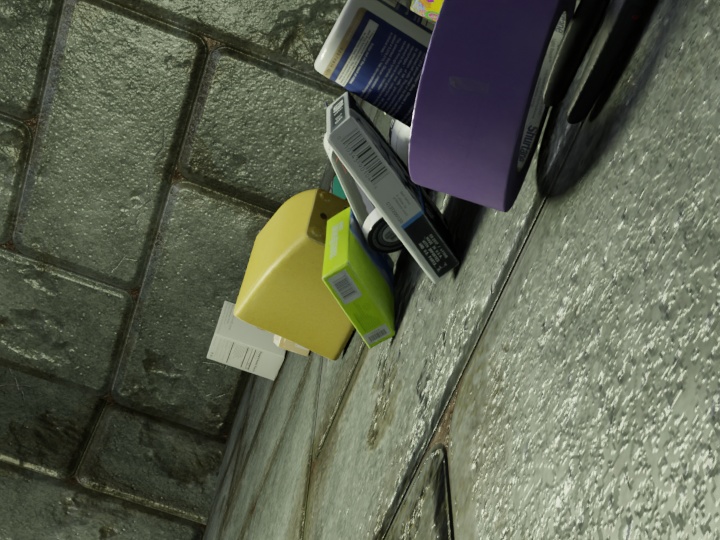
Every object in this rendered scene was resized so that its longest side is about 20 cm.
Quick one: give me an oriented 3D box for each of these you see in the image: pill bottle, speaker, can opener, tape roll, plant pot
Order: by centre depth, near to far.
[{"bbox_3d":[0.189,-0.202,0.744,0.063,0.078,0.203,45,128,42],"label":"can opener"},{"bbox_3d":[0.110,-0.156,0.821,0.200,0.084,0.203,18,-90,-77],"label":"tape roll"},{"bbox_3d":[0.056,-0.225,1.129,0.112,0.198,0.111,-58,8,13],"label":"pill bottle"},{"bbox_3d":[0.014,-0.122,1.385,0.082,0.080,0.202,-64,37,40],"label":"speaker"},{"bbox_3d":[-0.068,-0.015,1.639,0.201,0.193,0.196,-54,17,44],"label":"plant pot"}]

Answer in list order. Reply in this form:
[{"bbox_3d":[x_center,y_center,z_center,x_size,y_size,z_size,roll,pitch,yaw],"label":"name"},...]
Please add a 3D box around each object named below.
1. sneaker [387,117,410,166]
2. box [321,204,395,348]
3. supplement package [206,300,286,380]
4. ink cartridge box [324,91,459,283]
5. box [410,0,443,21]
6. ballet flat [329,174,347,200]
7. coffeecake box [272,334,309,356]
[{"bbox_3d":[0.088,-0.203,1.351,0.115,0.074,0.202,-81,15,-61],"label":"sneaker"},{"bbox_3d":[0.000,0.000,1.349,0.047,0.123,0.201,-28,23,14],"label":"box"},{"bbox_3d":[-0.299,0.190,2.719,0.120,0.197,0.123,117,169,-47],"label":"supplement package"},{"bbox_3d":[0.032,-0.104,1.122,0.043,0.199,0.200,-36,18,10],"label":"ink cartridge box"},{"bbox_3d":[0.158,-0.404,1.153,0.200,0.120,0.196,136,152,-75],"label":"box"},{"bbox_3d":[-0.042,-0.130,2.205,0.202,0.071,0.073,-79,11,-45],"label":"ballet flat"},{"bbox_3d":[-0.134,0.101,2.229,0.200,0.072,0.156,176,112,-82],"label":"coffeecake box"}]
